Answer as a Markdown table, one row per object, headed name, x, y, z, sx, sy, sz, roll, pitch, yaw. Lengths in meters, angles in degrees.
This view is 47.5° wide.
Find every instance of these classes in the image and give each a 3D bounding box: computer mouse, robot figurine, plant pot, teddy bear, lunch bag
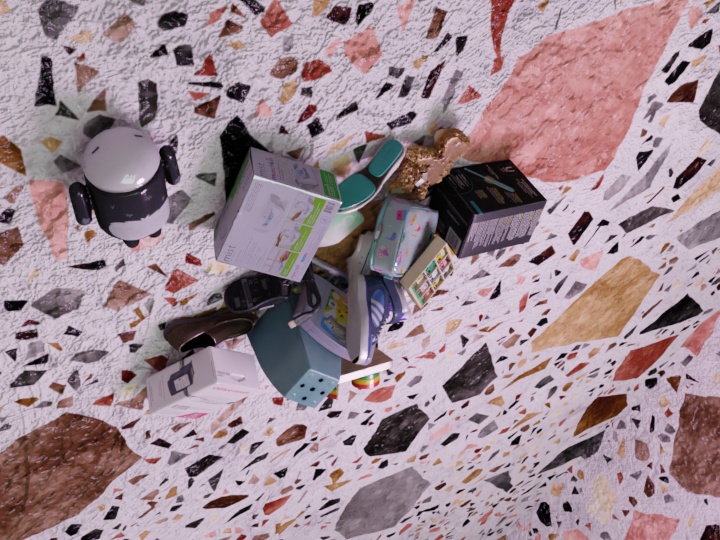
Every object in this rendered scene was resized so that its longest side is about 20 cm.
| name | x | y | z | sx | sy | sz | roll | pitch | yaw |
| --- | --- | --- | --- | --- | --- | --- | --- | --- | --- |
| computer mouse | -0.172 | 0.062 | 1.668 | 0.198 | 0.142 | 0.046 | -24 | 161 | 1 |
| robot figurine | -0.371 | -0.132 | 1.303 | 0.123 | 0.152 | 0.202 | 13 | 140 | 8 |
| plant pot | -0.129 | 0.179 | 1.735 | 0.140 | 0.201 | 0.142 | 27 | 114 | -37 |
| teddy bear | 0.135 | -0.219 | 1.664 | 0.143 | 0.067 | 0.201 | 1 | 139 | -31 |
| lunch bag | 0.087 | -0.064 | 1.699 | 0.199 | 0.076 | 0.163 | -1 | 110 | -65 |

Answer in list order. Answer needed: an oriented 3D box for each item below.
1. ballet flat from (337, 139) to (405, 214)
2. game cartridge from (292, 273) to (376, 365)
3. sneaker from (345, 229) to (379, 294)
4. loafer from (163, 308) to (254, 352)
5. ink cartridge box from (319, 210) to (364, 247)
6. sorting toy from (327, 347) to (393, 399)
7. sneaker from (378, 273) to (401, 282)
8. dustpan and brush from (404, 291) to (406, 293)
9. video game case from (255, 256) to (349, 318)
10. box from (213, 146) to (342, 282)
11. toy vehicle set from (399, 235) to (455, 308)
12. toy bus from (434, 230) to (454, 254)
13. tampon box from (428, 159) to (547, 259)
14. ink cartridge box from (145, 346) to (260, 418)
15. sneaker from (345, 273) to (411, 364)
| name | x | y | z | sx | sy | sz | roll | pitch | yaw |
| --- | --- | --- | --- | --- | --- | --- | --- | --- | --- |
| ballet flat | 0.016 | -0.170 | 1.586 | 0.200 | 0.069 | 0.070 | -47 | 148 | -16 |
| game cartridge | -0.046 | 0.109 | 1.730 | 0.199 | 0.135 | 0.040 | 35 | 138 | -20 |
| sneaker | 0.000 | 0.000 | 1.795 | 0.073 | 0.070 | 0.202 | -17 | 138 | -54 |
| loafer | -0.308 | 0.135 | 1.708 | 0.197 | 0.071 | 0.074 | -12 | 140 | -28 |
| ink cartridge box | -0.109 | -0.086 | 1.631 | 0.200 | 0.050 | 0.161 | -42 | 144 | 7 |
| sorting toy | -0.055 | 0.229 | 1.902 | 0.197 | 0.198 | 0.071 | -12 | 111 | -27 |
| sneaker | 0.105 | 0.009 | 1.832 | 0.200 | 0.074 | 0.081 | -44 | 149 | -27 |
| dustpan and brush | 0.023 | 0.091 | 1.926 | 0.138 | 0.058 | 0.199 | 0 | 149 | -47 |
| video game case | -0.110 | 0.060 | 1.823 | 0.182 | 0.022 | 0.199 | -45 | 143 | 15 |
| box | -0.155 | -0.097 | 1.496 | 0.174 | 0.097 | 0.201 | 14 | 126 | -23 |
| toy vehicle set | 0.148 | 0.008 | 1.768 | 0.125 | 0.026 | 0.200 | -50 | 162 | -3 |
| toy bus | 0.217 | -0.082 | 1.864 | 0.197 | 0.079 | 0.066 | -11 | 140 | -29 |
| tampon box | 0.272 | -0.136 | 1.782 | 0.197 | 0.151 | 0.127 | -12 | 139 | -27 |
| ink cartridge box | -0.335 | 0.242 | 1.743 | 0.198 | 0.086 | 0.144 | -26 | 154 | 27 |
| sneaker | 0.048 | 0.105 | 1.712 | 0.144 | 0.203 | 0.081 | 11 | 150 | -23 |
